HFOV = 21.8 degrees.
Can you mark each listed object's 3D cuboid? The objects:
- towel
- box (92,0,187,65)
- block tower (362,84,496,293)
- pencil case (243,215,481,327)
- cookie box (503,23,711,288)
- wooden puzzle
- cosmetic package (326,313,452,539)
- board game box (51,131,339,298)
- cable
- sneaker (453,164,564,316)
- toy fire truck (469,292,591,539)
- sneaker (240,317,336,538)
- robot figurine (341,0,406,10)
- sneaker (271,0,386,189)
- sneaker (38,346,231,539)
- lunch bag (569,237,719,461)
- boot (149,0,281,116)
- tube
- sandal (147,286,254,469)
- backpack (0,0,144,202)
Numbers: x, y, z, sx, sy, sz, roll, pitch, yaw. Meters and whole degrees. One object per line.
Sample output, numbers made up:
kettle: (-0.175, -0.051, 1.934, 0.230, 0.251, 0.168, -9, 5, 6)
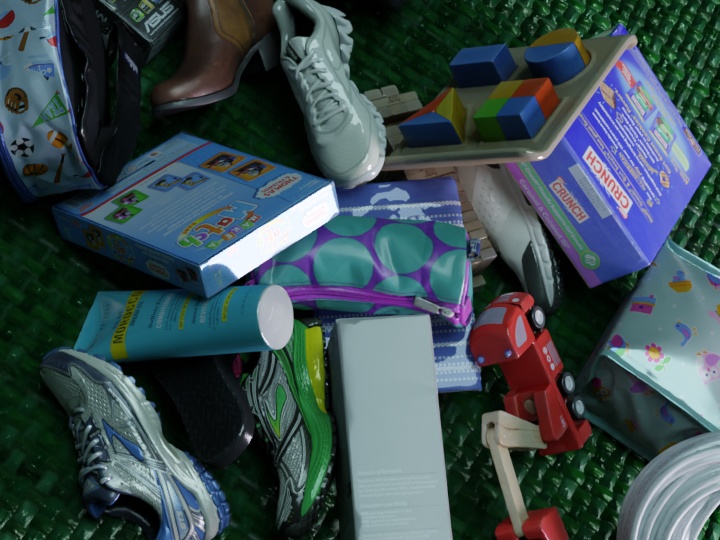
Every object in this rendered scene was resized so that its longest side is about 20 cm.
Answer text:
towel: (0.025, 0.015, 1.640, 0.143, 0.024, 0.202, -5, 71, -4)
box: (-0.213, -0.317, 1.744, 0.193, 0.048, 0.200, 38, 56, 2)
block tower: (0.057, -0.073, 1.716, 0.054, 0.058, 0.202, -16, 71, -28)
pencil case: (0.000, 0.000, 1.586, 0.197, 0.086, 0.093, 3, 41, -1)
cookie box: (0.228, -0.109, 1.743, 0.172, 0.075, 0.200, 55, 39, -11)
wooden puzzle: (0.125, -0.159, 1.657, 0.200, 0.184, 0.047, -47, 121, -37)
cosmetic package: (0.021, 0.145, 1.527, 0.089, 0.107, 0.202, -5, 70, -8)
board game box: (-0.139, -0.051, 1.559, 0.151, 0.037, 0.199, -33, 35, -33)
cable: (0.316, 0.232, 1.592, 0.198, 0.069, 0.202, -27, 104, -2)
sneaker: (0.132, -0.048, 1.738, 0.079, 0.074, 0.202, -21, 79, 10)
toy fire truck: (0.139, 0.135, 1.603, 0.141, 0.048, 0.202, -43, 112, -50)
sneaker: (-0.069, 0.131, 1.549, 0.084, 0.078, 0.202, 2, 53, -14)
robot figurine: (-0.020, -0.335, 1.768, 0.200, 0.149, 0.126, 41, 51, -30)
sneaker: (-0.035, -0.162, 1.668, 0.081, 0.075, 0.202, 38, 28, -57)
sneaker: (-0.193, 0.147, 1.480, 0.200, 0.077, 0.085, 46, 60, 7)
lunch bag: (0.313, 0.098, 1.692, 0.199, 0.122, 0.171, 33, 54, 4)
boot: (-0.154, -0.252, 1.660, 0.188, 0.068, 0.202, -36, 109, -39)
tube: (-0.148, 0.043, 1.509, 0.051, 0.198, 0.078, 57, 41, -36)
sandal: (-0.125, 0.089, 1.528, 0.045, 0.075, 0.201, 32, 23, -41)
backpack: (-0.269, -0.157, 1.550, 0.152, 0.200, 0.192, -18, 65, 5)
